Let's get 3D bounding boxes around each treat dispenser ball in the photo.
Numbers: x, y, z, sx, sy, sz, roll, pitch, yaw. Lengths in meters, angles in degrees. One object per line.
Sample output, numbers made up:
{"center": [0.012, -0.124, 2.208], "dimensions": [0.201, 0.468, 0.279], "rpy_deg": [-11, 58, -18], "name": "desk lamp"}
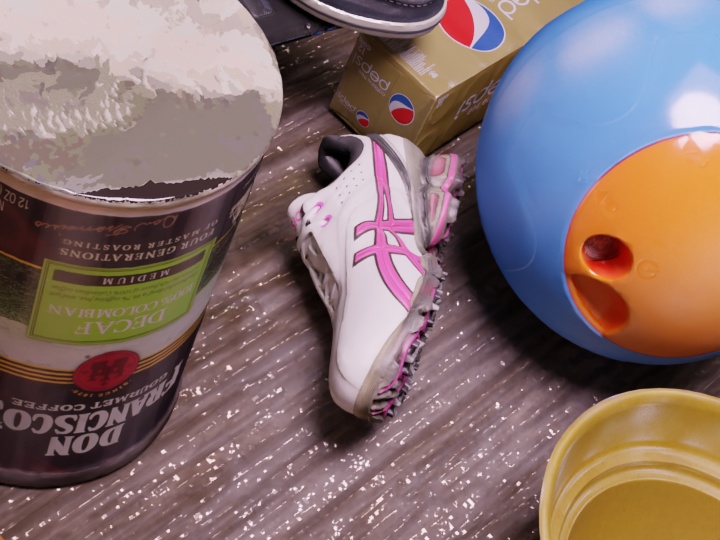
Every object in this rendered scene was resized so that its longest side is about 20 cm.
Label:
{"center": [0.160, -0.051, 0.773], "dimensions": [0.198, 0.202, 0.203], "rpy_deg": [12, 49, -14], "name": "treat dispenser ball"}

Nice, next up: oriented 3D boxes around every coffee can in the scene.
{"center": [-0.128, -0.021, 0.626], "dimensions": [0.144, 0.201, 0.148], "rpy_deg": [11, 49, -13], "name": "coffee can"}

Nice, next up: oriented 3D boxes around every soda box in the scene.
{"center": [0.073, -0.140, 0.900], "dimensions": [0.064, 0.068, 0.199], "rpy_deg": [44, 49, 15], "name": "soda box"}

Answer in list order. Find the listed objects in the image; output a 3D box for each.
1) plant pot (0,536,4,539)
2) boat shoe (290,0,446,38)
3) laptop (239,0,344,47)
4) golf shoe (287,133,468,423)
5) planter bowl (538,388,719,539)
{"center": [-0.156, 0.172, 0.476], "dimensions": [0.198, 0.202, 0.184], "rpy_deg": [-10, 42, -29], "name": "plant pot"}
{"center": [-0.032, -0.195, 0.770], "dimensions": [0.199, 0.062, 0.075], "rpy_deg": [35, 47, -11], "name": "boat shoe"}
{"center": [-0.132, -0.161, 0.795], "dimensions": [0.199, 0.103, 0.179], "rpy_deg": [-23, 76, -40], "name": "laptop"}
{"center": [0.000, 0.000, 0.757], "dimensions": [0.091, 0.073, 0.201], "rpy_deg": [16, 38, -2], "name": "golf shoe"}
{"center": [0.156, 0.162, 0.676], "dimensions": [0.198, 0.084, 0.202], "rpy_deg": [14, 48, -16], "name": "planter bowl"}
